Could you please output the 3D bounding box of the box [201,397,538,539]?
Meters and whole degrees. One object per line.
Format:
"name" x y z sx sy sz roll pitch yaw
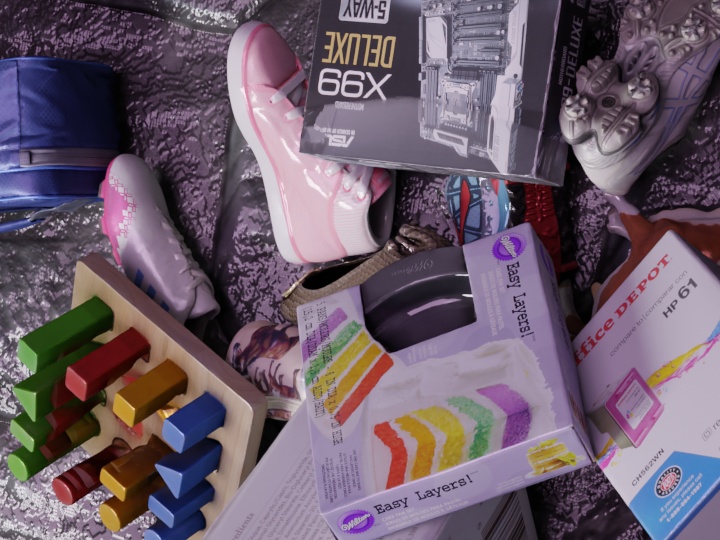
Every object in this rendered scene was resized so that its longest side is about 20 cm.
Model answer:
"box" 0.013 0.226 1.576 0.171 0.200 0.200 6 129 30

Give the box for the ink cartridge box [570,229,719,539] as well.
"ink cartridge box" 0.221 0.089 1.445 0.145 0.085 0.200 -50 33 11

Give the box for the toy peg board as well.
"toy peg board" -0.188 0.130 1.735 0.199 0.098 0.201 39 140 24

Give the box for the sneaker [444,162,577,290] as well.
"sneaker" 0.107 -0.043 1.643 0.095 0.079 0.201 22 112 58

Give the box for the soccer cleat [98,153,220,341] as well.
"soccer cleat" -0.153 0.002 1.784 0.086 0.070 0.201 -7 93 29

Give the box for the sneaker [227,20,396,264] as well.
"sneaker" -0.028 -0.098 1.680 0.104 0.075 0.201 0 118 31

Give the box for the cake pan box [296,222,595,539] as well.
"cake pan box" 0.053 0.073 1.499 0.183 0.052 0.201 -18 45 12

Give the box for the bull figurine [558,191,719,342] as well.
"bull figurine" 0.202 0.008 1.572 0.121 0.065 0.200 41 97 32

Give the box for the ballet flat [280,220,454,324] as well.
"ballet flat" 0.000 0.000 1.666 0.200 0.067 0.046 -16 110 54

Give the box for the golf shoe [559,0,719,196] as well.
"golf shoe" 0.214 -0.140 1.558 0.078 0.097 0.200 31 70 33

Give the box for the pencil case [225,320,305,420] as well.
"pencil case" -0.009 0.089 1.687 0.199 0.089 0.078 8 122 28

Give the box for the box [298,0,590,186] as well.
"box" 0.059 -0.149 1.571 0.199 0.050 0.159 9 89 32

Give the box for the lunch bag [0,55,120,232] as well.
"lunch bag" -0.301 -0.098 1.825 0.199 0.136 0.133 -5 87 30
